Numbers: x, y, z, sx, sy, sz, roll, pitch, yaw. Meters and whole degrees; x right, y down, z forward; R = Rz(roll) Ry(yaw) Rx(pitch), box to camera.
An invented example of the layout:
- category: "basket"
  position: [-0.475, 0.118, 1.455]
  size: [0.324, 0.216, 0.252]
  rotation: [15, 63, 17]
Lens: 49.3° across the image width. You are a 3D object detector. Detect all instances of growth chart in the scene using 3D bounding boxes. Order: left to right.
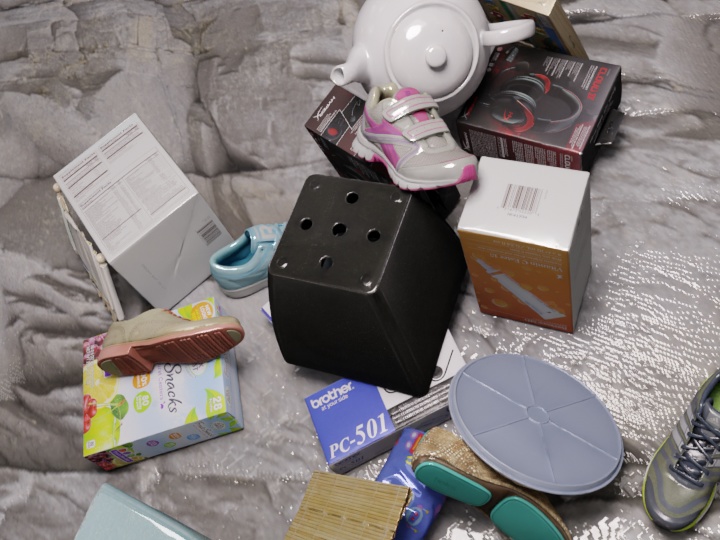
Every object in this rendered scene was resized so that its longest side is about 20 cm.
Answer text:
- category: "growth chart"
  position: [-0.388, -0.016, 1.124]
  size: [0.018, 0.147, 0.200]
  rotation: [-25, 49, -24]

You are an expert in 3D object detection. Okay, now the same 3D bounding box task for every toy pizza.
- category: "toy pizza"
  position: [0.188, 0.167, 0.854]
  size: [0.196, 0.032, 0.202]
  rotation: [11, 34, -7]

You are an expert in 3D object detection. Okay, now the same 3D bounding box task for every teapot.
- category: "teapot"
  position: [0.087, -0.279, 0.988]
  size: [0.202, 0.195, 0.146]
  rotation: [-56, 18, 12]

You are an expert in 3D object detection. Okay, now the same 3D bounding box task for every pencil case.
- category: "pencil case"
  position: [0.042, 0.273, 0.862]
  size: [0.086, 0.078, 0.202]
  rotation: [27, 72, 15]

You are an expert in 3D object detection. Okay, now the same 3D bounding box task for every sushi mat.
- category: "sushi mat"
  position: [-0.018, 0.270, 0.847]
  size: [0.199, 0.012, 0.097]
  rotation: [-12, 46, 56]

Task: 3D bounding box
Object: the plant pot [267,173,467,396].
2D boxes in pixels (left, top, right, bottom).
- category: "plant pot"
  position: [0.000, 0.000, 0.918]
  size: [0.196, 0.178, 0.203]
  rotation: [11, 62, 23]

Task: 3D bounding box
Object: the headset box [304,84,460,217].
- category: "headset box"
  position: [0.039, -0.141, 1.045]
  size: [0.199, 0.149, 0.075]
  rotation: [35, 83, 29]

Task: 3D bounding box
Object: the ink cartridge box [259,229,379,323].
- category: "ink cartridge box"
  position: [-0.031, 0.020, 1.047]
  size: [0.200, 0.039, 0.099]
  rotation: [-42, 59, -10]

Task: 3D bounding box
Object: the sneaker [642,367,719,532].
- category: "sneaker"
  position: [0.354, 0.174, 0.815]
  size: [0.073, 0.081, 0.202]
  rotation: [25, 72, 28]

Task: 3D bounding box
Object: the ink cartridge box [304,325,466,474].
- category: "ink cartridge box"
  position: [0.039, 0.156, 0.945]
  size: [0.197, 0.044, 0.095]
  rotation: [-28, 56, 1]

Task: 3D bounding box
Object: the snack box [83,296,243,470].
- category: "snack box"
  position: [-0.263, 0.147, 1.032]
  size: [0.196, 0.068, 0.171]
  rotation: [-18, 58, 5]

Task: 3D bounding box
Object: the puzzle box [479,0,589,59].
- category: "puzzle box"
  position: [0.229, -0.336, 1.069]
  size: [0.132, 0.199, 0.026]
  rotation: [31, 97, 29]

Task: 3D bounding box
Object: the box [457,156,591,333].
- category: "box"
  position: [0.195, -0.025, 0.903]
  size: [0.122, 0.201, 0.099]
  rotation: [12, 66, 23]

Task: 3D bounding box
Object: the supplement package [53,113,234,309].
- category: "supplement package"
  position: [-0.303, -0.081, 1.120]
  size: [0.150, 0.152, 0.200]
  rotation: [-39, 58, -7]

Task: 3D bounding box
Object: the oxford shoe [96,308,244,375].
- category: "oxford shoe"
  position: [-0.239, 0.075, 0.985]
  size: [0.196, 0.071, 0.075]
  rotation: [-10, 55, 10]

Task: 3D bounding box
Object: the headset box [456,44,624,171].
- category: "headset box"
  position: [0.250, -0.211, 1.054]
  size: [0.197, 0.075, 0.150]
  rotation: [21, 69, 26]

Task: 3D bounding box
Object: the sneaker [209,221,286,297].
- category: "sneaker"
  position: [-0.117, -0.034, 1.077]
  size: [0.198, 0.082, 0.074]
  rotation: [-32, 58, -2]

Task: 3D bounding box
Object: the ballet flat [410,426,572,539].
- category: "ballet flat"
  position: [0.143, 0.226, 0.826]
  size: [0.198, 0.071, 0.066]
  rotation: [35, 40, -11]

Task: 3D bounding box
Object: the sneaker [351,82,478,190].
- category: "sneaker"
  position: [0.056, -0.152, 0.869]
  size: [0.080, 0.090, 0.199]
  rotation: [-17, 35, -31]

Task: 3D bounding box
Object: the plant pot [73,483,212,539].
- category: "plant pot"
  position: [-0.198, 0.370, 0.825]
  size: [0.196, 0.197, 0.199]
  rotation: [16, 67, 14]
